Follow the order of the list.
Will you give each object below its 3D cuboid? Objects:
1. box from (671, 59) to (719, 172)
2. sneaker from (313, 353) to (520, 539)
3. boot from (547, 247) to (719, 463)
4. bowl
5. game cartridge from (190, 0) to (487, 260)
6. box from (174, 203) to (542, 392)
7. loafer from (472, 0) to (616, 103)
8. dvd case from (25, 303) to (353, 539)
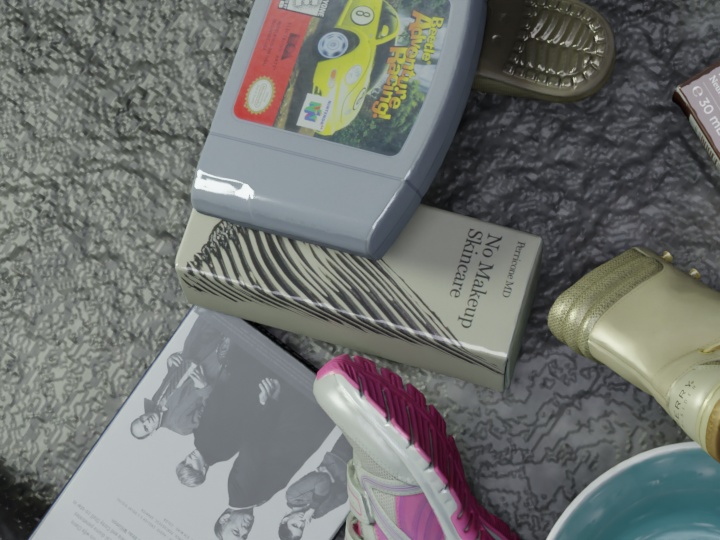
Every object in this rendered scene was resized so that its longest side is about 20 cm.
[{"bbox_3d":[0.285,-0.110,1.256,0.199,0.075,0.100,-32,85,5],"label":"box"},{"bbox_3d":[0.024,0.142,1.275,0.088,0.081,0.201,-30,100,13],"label":"sneaker"},{"bbox_3d":[0.220,0.038,1.255,0.155,0.199,0.073,34,129,44],"label":"boot"},{"bbox_3d":[0.188,0.200,1.242,0.199,0.105,0.202,0,81,1],"label":"bowl"},{"bbox_3d":[-0.004,-0.112,1.249,0.132,0.041,0.201,15,79,18],"label":"game cartridge"},{"bbox_3d":[0.000,0.000,1.288,0.199,0.068,0.083,14,72,8],"label":"box"},{"bbox_3d":[0.058,-0.138,1.293,0.199,0.068,0.076,25,82,24],"label":"loafer"},{"bbox_3d":[-0.090,0.136,1.332,0.150,0.025,0.200,36,95,7],"label":"dvd case"}]
